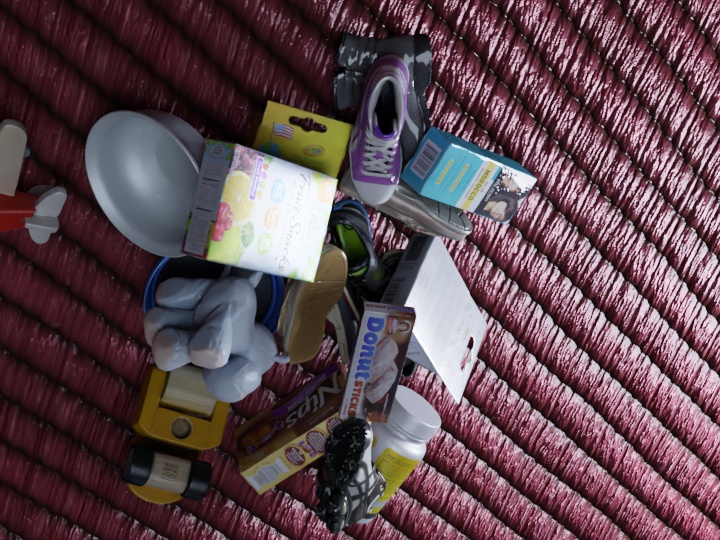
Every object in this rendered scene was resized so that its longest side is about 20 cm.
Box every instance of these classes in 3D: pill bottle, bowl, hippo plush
[{"bbox_3d":[0.029,0.282,1.614,0.114,0.114,0.200,30,107,-24],"label":"pill bottle"},{"bbox_3d":[-0.206,0.038,1.479,0.200,0.039,0.201,-5,117,-10],"label":"bowl"},{"bbox_3d":[-0.247,-0.125,1.335,0.200,0.090,0.202,18,128,25],"label":"bowl"},{"bbox_3d":[-0.192,0.086,1.429,0.200,0.159,0.161,-59,144,-27],"label":"hippo plush"}]

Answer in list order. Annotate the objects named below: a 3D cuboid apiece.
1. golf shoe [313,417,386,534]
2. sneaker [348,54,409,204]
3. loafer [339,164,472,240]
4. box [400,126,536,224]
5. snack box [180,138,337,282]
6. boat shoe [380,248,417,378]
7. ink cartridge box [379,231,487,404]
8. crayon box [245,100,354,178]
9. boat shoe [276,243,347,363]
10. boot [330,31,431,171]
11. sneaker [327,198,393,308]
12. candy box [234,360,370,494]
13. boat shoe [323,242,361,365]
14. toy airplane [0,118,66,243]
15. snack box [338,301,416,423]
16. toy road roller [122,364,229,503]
[{"bbox_3d":[-0.004,0.288,1.515,0.094,0.078,0.201,-7,129,-33],"label":"golf shoe"},{"bbox_3d":[0.021,-0.163,1.327,0.072,0.114,0.201,3,118,0],"label":"sneaker"},{"bbox_3d":[0.063,-0.094,1.464,0.200,0.072,0.063,30,123,-18],"label":"loafer"},{"bbox_3d":[0.150,-0.126,1.426,0.200,0.049,0.082,14,115,-46],"label":"box"},{"bbox_3d":[-0.121,-0.070,1.300,0.200,0.053,0.143,14,90,-53],"label":"snack box"},{"bbox_3d":[0.066,0.066,1.539,0.073,0.065,0.201,-11,117,-5],"label":"boat shoe"},{"bbox_3d":[0.106,0.070,1.505,0.057,0.163,0.200,-2,135,31],"label":"ink cartridge box"},{"bbox_3d":[-0.100,-0.128,1.412,0.127,0.051,0.201,14,113,-19],"label":"crayon box"},{"bbox_3d":[-0.077,0.037,1.444,0.074,0.069,0.200,-4,131,-35],"label":"boat shoe"},{"bbox_3d":[0.026,-0.221,1.395,0.131,0.070,0.201,-3,110,-4],"label":"boot"},{"bbox_3d":[0.000,0.000,1.463,0.071,0.083,0.200,-15,109,25],"label":"sneaker"},{"bbox_3d":[-0.089,0.234,1.561,0.200,0.117,0.057,-34,118,6],"label":"candy box"},{"bbox_3d":[-0.033,0.052,1.510,0.062,0.071,0.200,-20,119,8],"label":"boat shoe"},{"bbox_3d":[-0.475,-0.094,1.312,0.200,0.141,0.199,-35,157,-4],"label":"toy airplane"},{"bbox_3d":[0.021,0.129,1.430,0.072,0.024,0.201,7,126,-8],"label":"snack box"},{"bbox_3d":[-0.282,0.241,1.537,0.123,0.146,0.201,19,74,-20],"label":"toy road roller"}]
